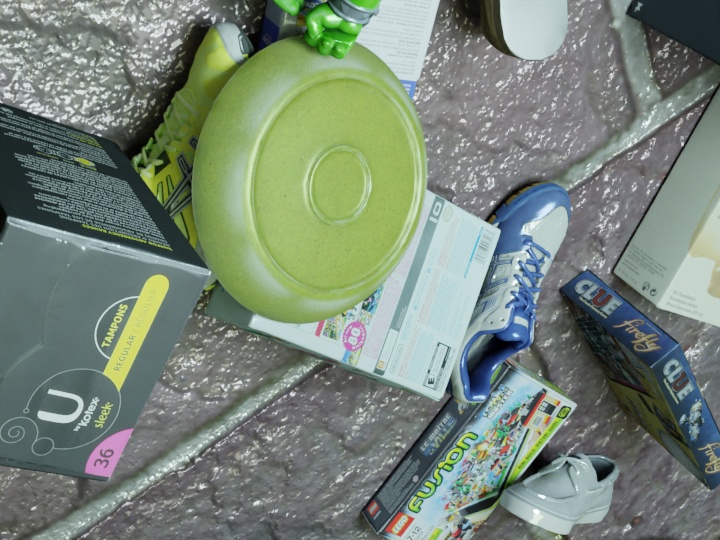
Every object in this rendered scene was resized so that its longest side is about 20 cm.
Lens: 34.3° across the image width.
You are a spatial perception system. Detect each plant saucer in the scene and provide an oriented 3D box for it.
[{"bbox_3d":[-0.022,-0.059,0.793,0.200,0.031,0.200,-11,107,-38],"label":"plant saucer"}]

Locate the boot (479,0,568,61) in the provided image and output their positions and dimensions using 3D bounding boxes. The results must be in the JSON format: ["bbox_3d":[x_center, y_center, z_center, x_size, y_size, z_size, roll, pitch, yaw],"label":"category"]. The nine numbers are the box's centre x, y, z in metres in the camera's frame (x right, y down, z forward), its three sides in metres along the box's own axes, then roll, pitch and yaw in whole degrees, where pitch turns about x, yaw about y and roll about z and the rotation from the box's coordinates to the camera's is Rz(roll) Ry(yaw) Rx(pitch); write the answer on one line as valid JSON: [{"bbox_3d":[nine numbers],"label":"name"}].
[{"bbox_3d":[0.107,-0.253,0.829,0.073,0.075,0.200,-4,106,-15],"label":"boot"}]

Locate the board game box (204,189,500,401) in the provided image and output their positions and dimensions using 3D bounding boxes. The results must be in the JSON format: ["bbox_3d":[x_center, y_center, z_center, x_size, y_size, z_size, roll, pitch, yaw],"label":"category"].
[{"bbox_3d":[0.000,0.000,0.886,0.200,0.064,0.148,26,81,-39],"label":"board game box"}]

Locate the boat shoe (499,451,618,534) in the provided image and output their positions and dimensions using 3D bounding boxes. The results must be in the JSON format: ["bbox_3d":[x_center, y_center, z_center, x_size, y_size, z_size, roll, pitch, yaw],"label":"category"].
[{"bbox_3d":[0.200,0.208,1.126,0.200,0.072,0.069,13,100,-52],"label":"boat shoe"}]

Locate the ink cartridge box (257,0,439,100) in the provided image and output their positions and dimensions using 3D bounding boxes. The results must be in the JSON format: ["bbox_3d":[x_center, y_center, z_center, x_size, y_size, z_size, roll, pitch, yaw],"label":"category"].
[{"bbox_3d":[0.000,-0.206,0.807,0.119,0.042,0.200,1,114,-28],"label":"ink cartridge box"}]

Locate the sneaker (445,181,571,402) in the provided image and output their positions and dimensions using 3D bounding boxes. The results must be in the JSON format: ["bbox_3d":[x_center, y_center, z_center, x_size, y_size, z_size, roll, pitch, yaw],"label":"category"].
[{"bbox_3d":[0.129,0.023,0.987,0.075,0.088,0.200,22,104,-35],"label":"sneaker"}]

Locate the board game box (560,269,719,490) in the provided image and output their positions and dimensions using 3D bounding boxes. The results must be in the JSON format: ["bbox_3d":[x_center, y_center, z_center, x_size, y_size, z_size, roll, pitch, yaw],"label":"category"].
[{"bbox_3d":[0.268,0.102,1.081,0.035,0.136,0.200,-38,130,-4],"label":"board game box"}]

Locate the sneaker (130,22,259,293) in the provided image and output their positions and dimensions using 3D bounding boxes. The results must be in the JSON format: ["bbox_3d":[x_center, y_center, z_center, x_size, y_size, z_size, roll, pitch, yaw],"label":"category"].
[{"bbox_3d":[-0.119,-0.072,0.799,0.076,0.075,0.200,2,115,-32],"label":"sneaker"}]

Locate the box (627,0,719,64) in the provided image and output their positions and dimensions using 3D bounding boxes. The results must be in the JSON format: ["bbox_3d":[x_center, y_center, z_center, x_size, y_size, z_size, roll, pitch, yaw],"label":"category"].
[{"bbox_3d":[0.328,-0.175,0.905,0.141,0.200,0.079,14,112,-35],"label":"box"}]

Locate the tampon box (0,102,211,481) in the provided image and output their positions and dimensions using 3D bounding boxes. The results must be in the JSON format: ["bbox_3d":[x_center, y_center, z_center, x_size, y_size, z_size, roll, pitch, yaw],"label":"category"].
[{"bbox_3d":[-0.204,0.004,0.715,0.126,0.200,0.150,17,109,-35],"label":"tampon box"}]

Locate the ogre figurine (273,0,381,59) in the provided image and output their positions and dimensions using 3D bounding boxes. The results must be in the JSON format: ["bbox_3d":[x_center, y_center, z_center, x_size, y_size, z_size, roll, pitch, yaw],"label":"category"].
[{"bbox_3d":[-0.029,-0.233,0.700,0.120,0.098,0.200,-22,97,27],"label":"ogre figurine"}]

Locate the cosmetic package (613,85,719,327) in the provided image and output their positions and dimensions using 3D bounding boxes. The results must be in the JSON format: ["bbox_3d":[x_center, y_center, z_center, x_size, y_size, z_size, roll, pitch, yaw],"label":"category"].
[{"bbox_3d":[0.330,-0.056,1.062,0.105,0.071,0.200,14,110,-34],"label":"cosmetic package"}]

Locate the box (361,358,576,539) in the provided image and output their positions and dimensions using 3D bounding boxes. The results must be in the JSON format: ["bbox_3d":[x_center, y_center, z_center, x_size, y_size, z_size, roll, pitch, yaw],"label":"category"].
[{"bbox_3d":[0.103,0.177,1.098,0.110,0.035,0.200,30,101,-38],"label":"box"}]
